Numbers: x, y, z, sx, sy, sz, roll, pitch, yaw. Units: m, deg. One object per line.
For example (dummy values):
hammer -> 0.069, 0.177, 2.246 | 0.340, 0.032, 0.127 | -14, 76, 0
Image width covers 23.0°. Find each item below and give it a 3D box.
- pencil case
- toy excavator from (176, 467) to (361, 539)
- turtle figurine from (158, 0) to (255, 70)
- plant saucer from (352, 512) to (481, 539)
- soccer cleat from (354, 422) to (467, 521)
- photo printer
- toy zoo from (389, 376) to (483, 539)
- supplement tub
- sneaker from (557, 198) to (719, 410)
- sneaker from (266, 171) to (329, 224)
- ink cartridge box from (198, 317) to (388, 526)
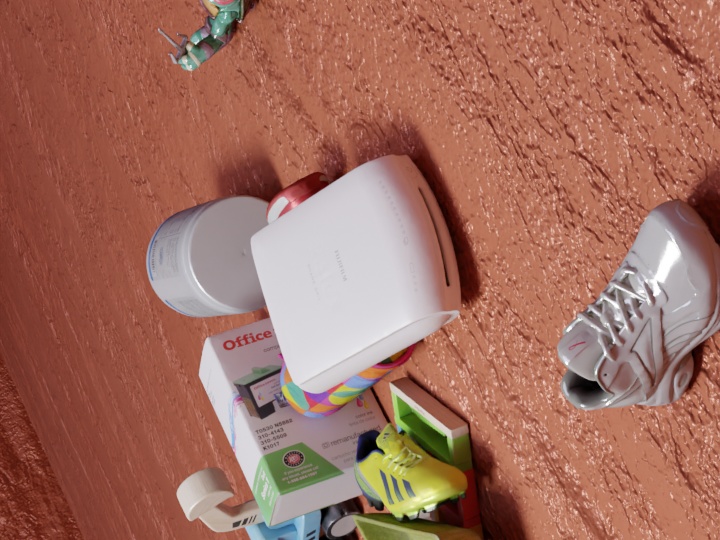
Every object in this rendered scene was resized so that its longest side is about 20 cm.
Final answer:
pencil case -> -0.018, 0.086, 1.753 | 0.200, 0.088, 0.089 | -39, 70, 59
toy excavator -> -0.107, 0.277, 2.002 | 0.100, 0.200, 0.195 | 56, 155, 36
turtle figurine -> -0.159, -0.281, 1.828 | 0.200, 0.100, 0.150 | -167, 75, -84
plant saucer -> 0.094, 0.309, 1.670 | 0.200, 0.048, 0.200 | 60, 160, -10
soccer cleat -> 0.040, 0.188, 1.682 | 0.200, 0.065, 0.084 | 172, 84, -70
photo printer -> 0.000, 0.000, 1.590 | 0.200, 0.069, 0.167 | -30, 71, 40
toy zoo -> 0.078, 0.217, 1.730 | 0.131, 0.020, 0.201 | 34, 138, 59
supplement tub -> -0.159, -0.014, 2.001 | 0.200, 0.132, 0.132 | -6, 100, 69
sneaker -> 0.184, 0.036, 1.191 | 0.078, 0.099, 0.200 | 57, 155, 35
sneaker -> -0.037, -0.013, 1.793 | 0.116, 0.078, 0.200 | 55, 167, 18
ink cartridge box -> -0.067, 0.148, 1.871 | 0.200, 0.144, 0.084 | 62, 157, 27
